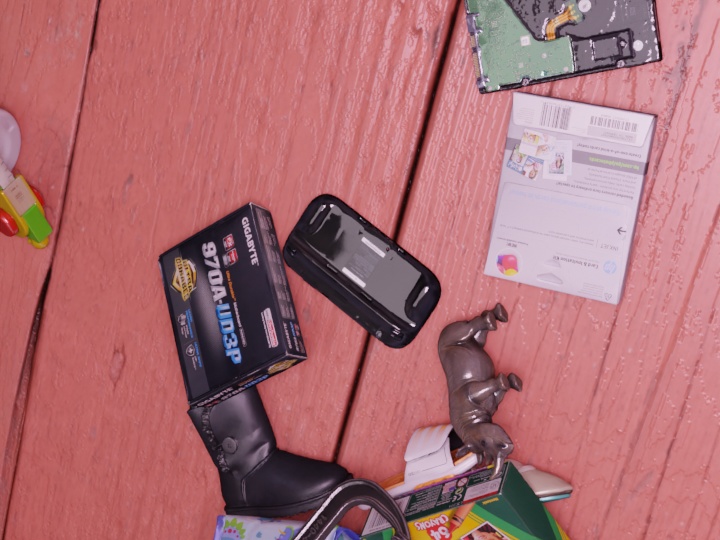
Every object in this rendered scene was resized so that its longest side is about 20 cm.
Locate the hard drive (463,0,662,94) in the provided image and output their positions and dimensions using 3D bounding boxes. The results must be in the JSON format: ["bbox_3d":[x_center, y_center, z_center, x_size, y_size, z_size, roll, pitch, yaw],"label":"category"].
[{"bbox_3d":[0.210,-0.272,1.137,0.197,0.038,0.142,-8,96,23],"label":"hard drive"}]

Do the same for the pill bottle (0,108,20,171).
[{"bbox_3d":[-0.566,-0.191,1.443,0.197,0.114,0.116,23,107,18],"label":"pill bottle"}]

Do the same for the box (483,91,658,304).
[{"bbox_3d":[0.225,-0.080,1.162,0.153,0.041,0.204,13,103,21],"label":"box"}]

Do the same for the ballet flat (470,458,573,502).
[{"bbox_3d":[0.147,0.250,1.243,0.197,0.069,0.071,-20,91,25],"label":"ballet flat"}]

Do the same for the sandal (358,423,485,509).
[{"bbox_3d":[0.067,0.221,1.260,0.205,0.079,0.060,-29,90,26],"label":"sandal"}]

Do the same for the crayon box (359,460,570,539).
[{"bbox_3d":[0.128,0.318,1.213,0.198,0.059,0.173,-26,111,33],"label":"crayon box"}]

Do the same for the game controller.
[{"bbox_3d":[0.000,0.000,1.279,0.199,0.042,0.105,38,97,12],"label":"game controller"}]

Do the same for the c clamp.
[{"bbox_3d":[-0.012,0.333,1.167,0.169,0.027,0.201,27,74,34],"label":"c clamp"}]

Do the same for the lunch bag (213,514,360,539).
[{"bbox_3d":[-0.072,0.372,1.296,0.167,0.201,0.129,1,61,21],"label":"lunch bag"}]

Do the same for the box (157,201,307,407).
[{"bbox_3d":[-0.158,0.044,1.308,0.157,0.046,0.203,-26,67,25],"label":"box"}]

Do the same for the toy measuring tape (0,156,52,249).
[{"bbox_3d":[-0.471,-0.109,1.416,0.072,0.074,0.202,-8,128,24],"label":"toy measuring tape"}]

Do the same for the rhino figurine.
[{"bbox_3d":[0.131,0.136,1.186,0.087,0.059,0.203,-27,52,30],"label":"rhino figurine"}]

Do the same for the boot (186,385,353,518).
[{"bbox_3d":[-0.116,0.216,1.339,0.198,0.076,0.171,-16,96,31],"label":"boot"}]
